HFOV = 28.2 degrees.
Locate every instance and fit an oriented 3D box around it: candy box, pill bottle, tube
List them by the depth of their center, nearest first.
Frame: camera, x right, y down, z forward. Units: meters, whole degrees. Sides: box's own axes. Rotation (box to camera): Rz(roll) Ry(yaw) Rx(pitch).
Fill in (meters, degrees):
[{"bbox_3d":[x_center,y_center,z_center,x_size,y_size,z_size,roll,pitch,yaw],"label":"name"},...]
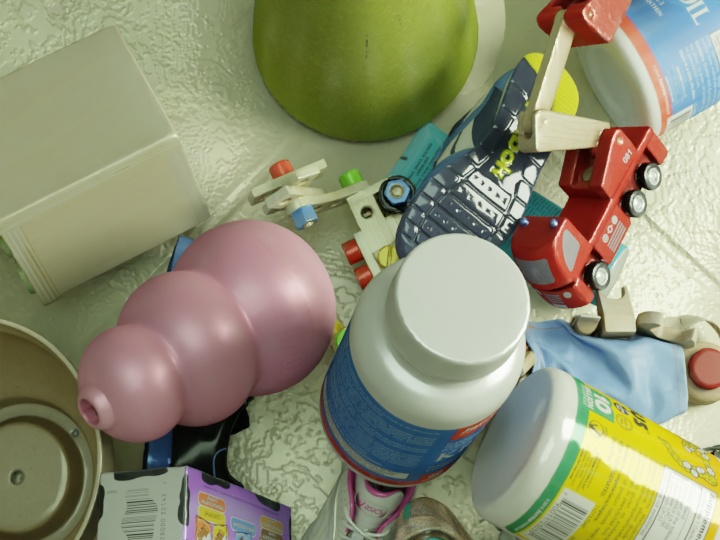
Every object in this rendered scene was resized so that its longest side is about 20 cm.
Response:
[{"bbox_3d":[0.042,0.059,0.921,0.111,0.200,0.114,4,65,-9],"label":"pill bottle"},{"bbox_3d":[0.184,0.158,0.967,0.199,0.113,0.114,29,78,-11],"label":"pill bottle"},{"bbox_3d":[-0.110,0.249,0.970,0.071,0.168,0.202,-8,68,21],"label":"candy box"},{"bbox_3d":[0.277,-0.195,1.116,0.199,0.112,0.113,-30,78,-7],"label":"pill bottle"},{"bbox_3d":[0.111,-0.042,1.116,0.199,0.051,0.078,31,73,17],"label":"tube"}]

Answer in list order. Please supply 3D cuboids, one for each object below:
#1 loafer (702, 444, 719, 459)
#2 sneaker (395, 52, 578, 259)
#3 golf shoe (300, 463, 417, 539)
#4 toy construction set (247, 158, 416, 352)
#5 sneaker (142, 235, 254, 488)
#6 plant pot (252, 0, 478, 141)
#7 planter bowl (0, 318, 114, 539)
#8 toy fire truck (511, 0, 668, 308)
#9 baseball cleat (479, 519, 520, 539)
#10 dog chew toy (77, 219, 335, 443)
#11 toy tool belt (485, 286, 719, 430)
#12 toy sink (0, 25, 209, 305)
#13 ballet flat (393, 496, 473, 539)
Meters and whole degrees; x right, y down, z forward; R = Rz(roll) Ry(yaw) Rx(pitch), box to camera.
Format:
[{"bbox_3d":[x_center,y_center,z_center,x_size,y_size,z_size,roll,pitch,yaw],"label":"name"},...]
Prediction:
[{"bbox_3d":[0.250,0.164,1.057,0.197,0.063,0.073,-9,75,-2],"label":"loafer"},{"bbox_3d":[0.088,-0.070,1.067,0.074,0.082,0.201,43,67,-11],"label":"sneaker"},{"bbox_3d":[-0.005,0.191,1.040,0.074,0.092,0.202,19,79,3],"label":"golf shoe"},{"bbox_3d":[0.000,0.000,1.082,0.130,0.092,0.202,-26,94,0],"label":"toy construction set"},{"bbox_3d":[-0.118,0.076,1.084,0.077,0.070,0.203,7,77,-12],"label":"sneaker"},{"bbox_3d":[0.002,-0.221,1.075,0.185,0.200,0.190,0,75,1],"label":"plant pot"},{"bbox_3d":[-0.261,0.143,1.025,0.197,0.135,0.203,-1,78,7],"label":"planter bowl"},{"bbox_3d":[0.155,-0.091,1.028,0.141,0.048,0.201,44,66,-31],"label":"toy fire truck"},{"bbox_3d":[0.179,0.227,1.041,0.106,0.070,0.201,-36,90,0],"label":"baseball cleat"},{"bbox_3d":[-0.109,0.048,0.977,0.125,0.125,0.199,48,50,10],"label":"dog chew toy"},{"bbox_3d":[0.187,0.077,1.047,0.197,0.123,0.127,-5,77,-1],"label":"toy tool belt"},{"bbox_3d":[-0.234,-0.066,1.074,0.198,0.113,0.131,-28,56,-9],"label":"toy sink"},{"bbox_3d":[0.086,0.236,1.026,0.068,0.067,0.201,-28,116,7],"label":"ballet flat"}]
